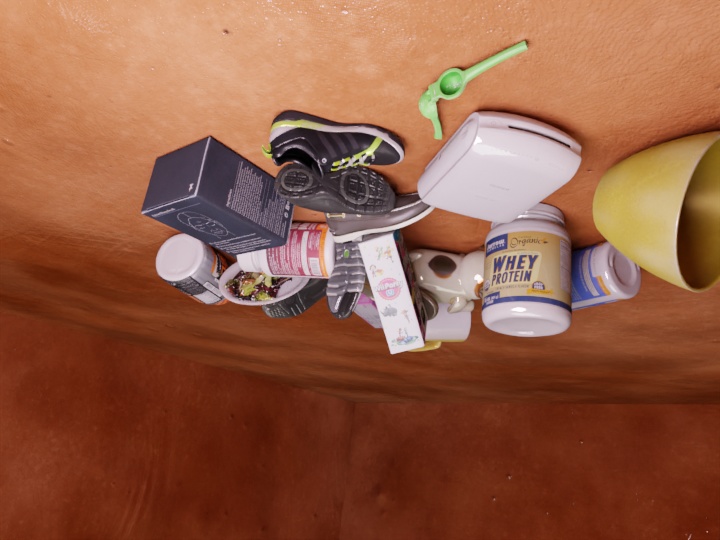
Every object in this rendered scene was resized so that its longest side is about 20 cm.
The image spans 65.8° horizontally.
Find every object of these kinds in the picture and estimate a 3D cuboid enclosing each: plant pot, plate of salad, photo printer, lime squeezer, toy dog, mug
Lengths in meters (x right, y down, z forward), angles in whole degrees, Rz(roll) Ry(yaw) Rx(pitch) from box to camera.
[{"bbox_3d":[0.400,-0.086,0.738,0.200,0.200,0.142,24,179,-38],"label":"plant pot"},{"bbox_3d":[-0.205,0.005,1.189,0.200,0.200,0.048,3,125,11],"label":"plate of salad"},{"bbox_3d":[0.193,-0.142,0.781,0.166,0.070,0.200,13,159,-14],"label":"photo printer"},{"bbox_3d":[0.115,-0.210,0.673,0.071,0.038,0.200,14,158,-17],"label":"lime squeezer"},{"bbox_3d":[0.189,0.005,1.127,0.200,0.140,0.194,-2,139,21],"label":"toy dog"},{"bbox_3d":[0.153,0.115,1.273,0.153,0.187,0.149,-6,-168,-13],"label":"mug"}]

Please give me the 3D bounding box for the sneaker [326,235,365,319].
[{"bbox_3d":[0.000,0.000,1.058,0.075,0.200,0.115,1,167,31],"label":"sneaker"}]

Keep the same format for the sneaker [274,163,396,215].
[{"bbox_3d":[-0.037,-0.127,0.919,0.200,0.076,0.091,13,167,12],"label":"sneaker"}]

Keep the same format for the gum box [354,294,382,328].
[{"bbox_3d":[0.038,0.057,1.306,0.066,0.114,0.200,-1,158,23],"label":"gum box"}]

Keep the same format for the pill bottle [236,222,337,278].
[{"bbox_3d":[-0.137,-0.041,1.111,0.200,0.110,0.110,2,159,14],"label":"pill bottle"}]

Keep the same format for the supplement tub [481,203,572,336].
[{"bbox_3d":[0.282,0.000,0.945,0.144,0.200,0.144,6,160,2],"label":"supplement tub"}]

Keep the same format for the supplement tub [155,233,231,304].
[{"bbox_3d":[-0.371,0.005,1.295,0.122,0.123,0.200,1,160,15],"label":"supplement tub"}]

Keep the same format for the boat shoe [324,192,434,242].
[{"bbox_3d":[0.028,-0.102,0.948,0.201,0.072,0.061,-14,114,27],"label":"boat shoe"}]

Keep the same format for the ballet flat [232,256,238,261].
[{"bbox_3d":[-0.273,-0.082,1.123,0.068,0.068,0.200,11,152,21],"label":"ballet flat"}]

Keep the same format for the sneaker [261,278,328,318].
[{"bbox_3d":[-0.141,0.034,1.248,0.114,0.199,0.076,31,147,52],"label":"sneaker"}]

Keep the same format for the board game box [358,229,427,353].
[{"bbox_3d":[0.062,0.025,0.988,0.064,0.200,0.148,-16,-169,11],"label":"board game box"}]

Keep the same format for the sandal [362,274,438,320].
[{"bbox_3d":[0.056,0.056,1.105,0.200,0.054,0.080,23,136,13],"label":"sandal"}]

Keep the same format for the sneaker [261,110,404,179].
[{"bbox_3d":[-0.038,-0.161,0.790,0.200,0.083,0.072,9,160,-5],"label":"sneaker"}]

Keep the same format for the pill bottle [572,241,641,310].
[{"bbox_3d":[0.420,0.018,1.077,0.112,0.112,0.200,19,157,-28],"label":"pill bottle"}]

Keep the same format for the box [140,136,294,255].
[{"bbox_3d":[-0.235,-0.116,0.946,0.148,0.107,0.200,-8,156,36],"label":"box"}]
